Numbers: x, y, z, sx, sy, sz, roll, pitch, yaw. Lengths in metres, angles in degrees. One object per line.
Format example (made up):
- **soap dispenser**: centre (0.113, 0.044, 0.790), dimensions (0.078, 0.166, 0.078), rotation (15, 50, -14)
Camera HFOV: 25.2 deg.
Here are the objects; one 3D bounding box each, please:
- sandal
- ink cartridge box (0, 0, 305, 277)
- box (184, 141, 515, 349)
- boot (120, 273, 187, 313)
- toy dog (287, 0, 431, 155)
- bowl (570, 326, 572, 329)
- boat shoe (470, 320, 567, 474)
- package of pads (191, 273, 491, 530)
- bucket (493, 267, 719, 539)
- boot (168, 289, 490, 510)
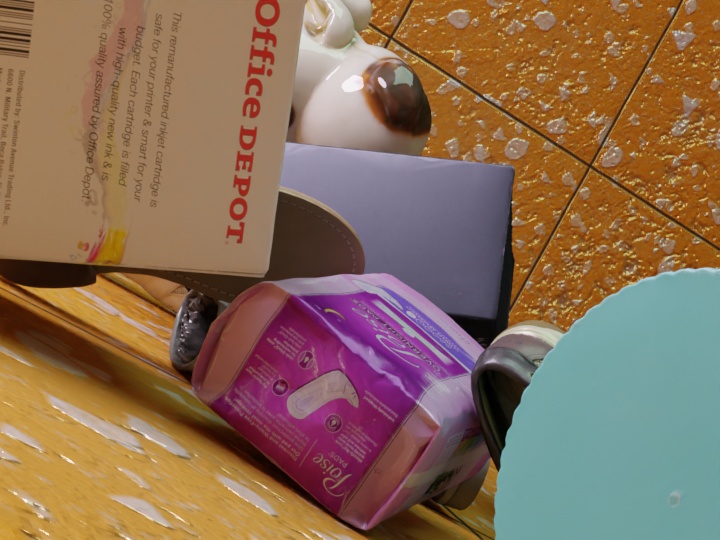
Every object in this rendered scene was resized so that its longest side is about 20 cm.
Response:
- **sandal**: centre (-0.104, -0.030, 0.923), dimensions (0.210, 0.078, 0.070), rotation (1, 29, -6)
- **ink cartridge box**: centre (-0.147, -0.088, 0.764), dimensions (0.199, 0.148, 0.146), rotation (5, 10, -24)
- **box**: centre (0.000, 0.000, 1.071), dimensions (0.199, 0.105, 0.182), rotation (6, -18, 8)
- **boot**: centre (-0.136, -0.074, 1.221), dimensions (0.155, 0.201, 0.073), rotation (28, 13, -12)
- **toy dog**: centre (-0.045, -0.131, 1.110), dimensions (0.199, 0.140, 0.194), rotation (24, 29, 3)
- **bowl**: centre (0.215, 0.132, 1.156), dimensions (0.200, 0.105, 0.201), rotation (30, 0, 0)
- **boat shoe**: centre (0.111, 0.122, 0.779), dimensions (0.066, 0.072, 0.202), rotation (-23, 83, -55)
- **package of pads**: centre (0.007, 0.060, 0.830), dimensions (0.120, 0.076, 0.200), rotation (38, 12, 15)
- **bucket**: centre (0.159, 0.099, 0.633), dimensions (0.134, 0.208, 0.207), rotation (19, 7, -41)
- **boot**: centre (-0.027, 0.071, 1.008), dimensions (0.199, 0.073, 0.182), rotation (23, 0, -14)
